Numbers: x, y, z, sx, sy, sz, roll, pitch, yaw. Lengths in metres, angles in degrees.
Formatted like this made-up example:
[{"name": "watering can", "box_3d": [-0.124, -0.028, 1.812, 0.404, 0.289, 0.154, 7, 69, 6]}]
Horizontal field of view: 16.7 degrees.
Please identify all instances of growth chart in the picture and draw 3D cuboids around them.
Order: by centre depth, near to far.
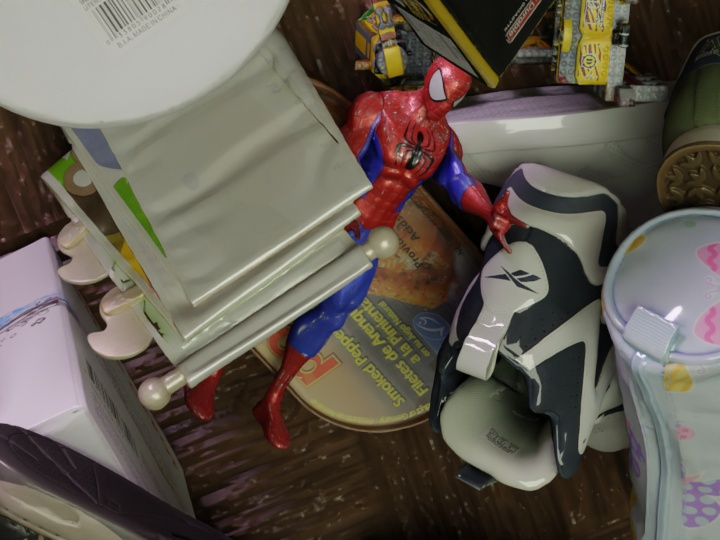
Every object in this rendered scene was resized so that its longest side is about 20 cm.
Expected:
[{"name": "growth chart", "box_3d": [-0.071, -0.044, 1.060, 0.145, 0.200, 0.018, -27, 146, 3]}]

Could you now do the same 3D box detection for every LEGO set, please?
[{"name": "LEGO set", "box_3d": [0.073, -0.153, 1.076, 0.154, 0.116, 0.200, 8, 106, -15]}]

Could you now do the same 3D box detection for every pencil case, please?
[{"name": "pencil case", "box_3d": [0.152, 0.059, 1.073, 0.091, 0.083, 0.200, -32, 144, -14]}]

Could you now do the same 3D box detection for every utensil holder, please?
[{"name": "utensil holder", "box_3d": [-0.116, -0.159, 0.989, 0.170, 0.200, 0.170, -4, 108, -11]}]

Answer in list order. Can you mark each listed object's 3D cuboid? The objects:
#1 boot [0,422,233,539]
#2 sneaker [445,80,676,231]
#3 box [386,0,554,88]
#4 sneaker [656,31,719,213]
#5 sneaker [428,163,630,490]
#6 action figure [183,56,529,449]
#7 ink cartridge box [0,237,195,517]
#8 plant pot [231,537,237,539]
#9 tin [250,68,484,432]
[{"name": "boot", "box_3d": [-0.101, 0.168, 0.956, 0.200, 0.073, 0.151, 33, 99, -17]}, {"name": "sneaker", "box_3d": [0.115, -0.028, 1.153, 0.200, 0.074, 0.116, -3, 106, -13]}, {"name": "box", "box_3d": [0.068, -0.191, 0.950, 0.200, 0.049, 0.160, -55, 150, -5]}, {"name": "sneaker", "box_3d": [0.176, -0.024, 1.105, 0.067, 0.090, 0.200, -2, 143, 17]}, {"name": "sneaker", "box_3d": [0.081, 0.058, 1.117, 0.130, 0.079, 0.199, -59, 159, -25]}, {"name": "action figure", "box_3d": [0.000, 0.000, 1.075, 0.065, 0.099, 0.200, 22, 109, -27]}, {"name": "ink cartridge box", "box_3d": [-0.158, 0.108, 1.071, 0.145, 0.200, 0.147, -27, 112, 0]}, {"name": "plant pot", "box_3d": [-0.099, 0.226, 1.140, 0.200, 0.187, 0.187, -46, 112, 0]}, {"name": "tin", "box_3d": [-0.020, -0.011, 1.149, 0.112, 0.042, 0.200, -41, 112, -1]}]
